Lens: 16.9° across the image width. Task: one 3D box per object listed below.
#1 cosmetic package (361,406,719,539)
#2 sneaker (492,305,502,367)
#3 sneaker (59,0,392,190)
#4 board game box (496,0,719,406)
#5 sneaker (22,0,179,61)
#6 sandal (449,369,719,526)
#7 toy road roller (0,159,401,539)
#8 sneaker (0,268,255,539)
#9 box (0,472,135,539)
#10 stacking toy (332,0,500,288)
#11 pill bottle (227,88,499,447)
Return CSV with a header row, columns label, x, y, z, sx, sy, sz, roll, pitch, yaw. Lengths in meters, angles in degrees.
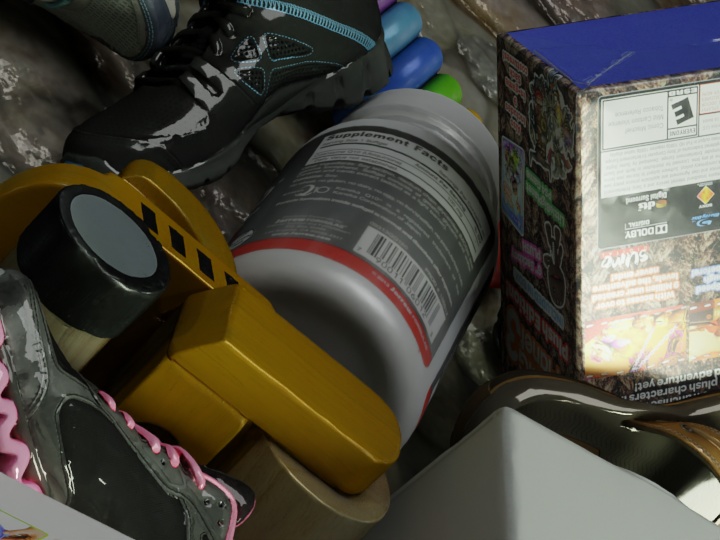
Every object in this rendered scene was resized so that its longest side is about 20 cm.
label,x,y,z,sx,sy,sz,roll,pitch,yaw
cosmetic package,0.069,0.200,0.964,0.164,0.165,0.201,31,38,-25
sneaker,0.143,0.091,1.249,0.090,0.076,0.201,15,48,-52
sneaker,-0.069,-0.098,1.144,0.200,0.073,0.082,-33,125,-39
board game box,0.153,-0.013,1.126,0.158,0.202,0.097,-9,23,-17
sneaker,-0.177,-0.160,1.147,0.200,0.078,0.086,40,46,0
sandal,0.137,0.089,1.073,0.199,0.082,0.055,13,16,-23
toy road roller,-0.082,0.040,0.999,0.200,0.123,0.146,40,24,-11
sneaker,-0.090,0.085,0.911,0.095,0.079,0.201,-24,104,-17
box,-0.084,0.164,0.795,0.199,0.113,0.101,22,24,26
stacking toy,0.032,-0.078,1.284,0.200,0.085,0.085,51,33,-3
pill bottle,0.000,0.000,1.132,0.116,0.116,0.200,43,33,-7
